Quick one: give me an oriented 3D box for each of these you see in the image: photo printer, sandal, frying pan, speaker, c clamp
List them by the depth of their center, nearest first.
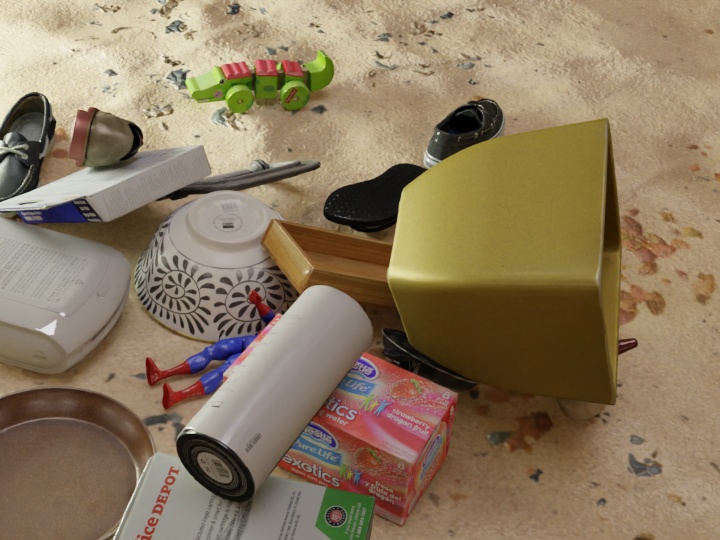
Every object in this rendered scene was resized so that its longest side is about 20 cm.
[{"bbox_3d":[-0.070,0.101,1.044,0.081,0.081,0.200,23,48,19],"label":"speaker"},{"bbox_3d":[0.069,0.096,1.186,0.115,0.031,0.190,26,8,-2],"label":"frying pan"},{"bbox_3d":[-0.347,0.023,1.248,0.200,0.069,0.166,14,39,8],"label":"photo printer"},{"bbox_3d":[-0.154,-0.109,1.422,0.200,0.027,0.171,-17,10,-38],"label":"c clamp"},{"bbox_3d":[0.027,-0.078,1.447,0.075,0.048,0.200,28,32,25],"label":"sandal"}]

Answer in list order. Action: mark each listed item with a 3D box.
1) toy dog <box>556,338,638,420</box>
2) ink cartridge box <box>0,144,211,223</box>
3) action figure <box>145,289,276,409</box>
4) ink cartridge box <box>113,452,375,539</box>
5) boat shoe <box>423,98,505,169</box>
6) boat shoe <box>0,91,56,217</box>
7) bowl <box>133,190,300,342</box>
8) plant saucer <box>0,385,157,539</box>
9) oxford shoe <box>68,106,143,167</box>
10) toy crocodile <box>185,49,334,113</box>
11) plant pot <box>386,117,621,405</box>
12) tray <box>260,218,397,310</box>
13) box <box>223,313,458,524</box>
[{"bbox_3d":[0.218,0.057,1.261,0.096,0.132,0.200,-24,54,-1],"label":"toy dog"},{"bbox_3d":[-0.297,-0.084,1.333,0.200,0.041,0.200,-27,18,-35],"label":"ink cartridge box"},{"bbox_3d":[-0.113,0.064,1.217,0.200,0.099,0.065,-17,46,-29],"label":"action figure"},{"bbox_3d":[-0.100,0.246,1.008,0.200,0.083,0.147,11,40,6],"label":"ink cartridge box"},{"bbox_3d":[0.142,-0.186,1.566,0.069,0.057,0.200,22,36,16],"label":"boat shoe"},{"bbox_3d":[-0.412,-0.141,1.441,0.076,0.060,0.200,3,40,-5],"label":"boat shoe"},{"bbox_3d":[-0.144,-0.024,1.309,0.201,0.094,0.201,5,42,-5],"label":"bowl"},{"bbox_3d":[-0.284,0.187,1.092,0.200,0.035,0.200,3,40,-3],"label":"plant saucer"},{"bbox_3d":[-0.285,-0.144,1.372,0.075,0.071,0.200,11,8,-8],"label":"oxford shoe"},{"bbox_3d":[-0.133,-0.256,1.615,0.200,0.062,0.068,-6,41,-14],"label":"toy crocodile"},{"bbox_3d":[0.137,-0.004,1.130,0.200,0.196,0.194,-1,53,17],"label":"plant pot"},{"bbox_3d":[0.000,0.000,1.283,0.200,0.037,0.099,10,27,-39],"label":"tray"},{"bbox_3d":[-0.020,0.137,1.138,0.200,0.095,0.103,23,45,19],"label":"box"}]
